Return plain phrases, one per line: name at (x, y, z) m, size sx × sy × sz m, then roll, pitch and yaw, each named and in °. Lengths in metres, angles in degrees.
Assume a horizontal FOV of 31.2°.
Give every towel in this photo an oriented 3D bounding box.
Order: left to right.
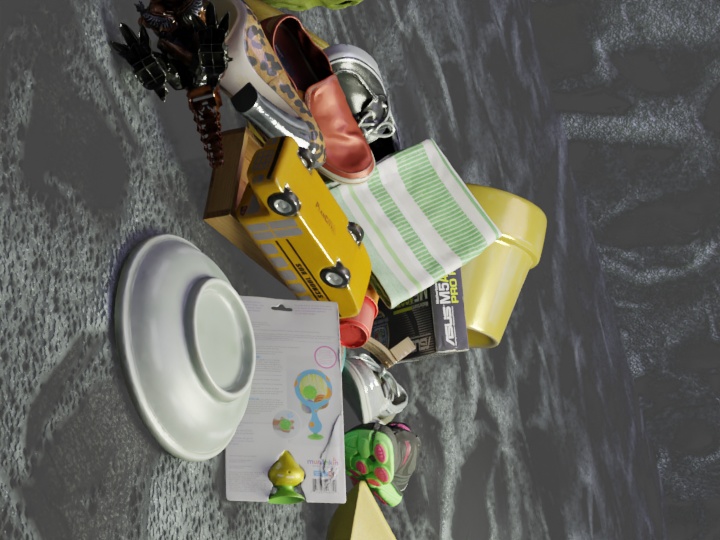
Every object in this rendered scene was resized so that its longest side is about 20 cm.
towel at (0.054, -0.059, 1.398) m, size 0.200 × 0.023 × 0.153 m, roll -28°, pitch 79°, yaw -43°

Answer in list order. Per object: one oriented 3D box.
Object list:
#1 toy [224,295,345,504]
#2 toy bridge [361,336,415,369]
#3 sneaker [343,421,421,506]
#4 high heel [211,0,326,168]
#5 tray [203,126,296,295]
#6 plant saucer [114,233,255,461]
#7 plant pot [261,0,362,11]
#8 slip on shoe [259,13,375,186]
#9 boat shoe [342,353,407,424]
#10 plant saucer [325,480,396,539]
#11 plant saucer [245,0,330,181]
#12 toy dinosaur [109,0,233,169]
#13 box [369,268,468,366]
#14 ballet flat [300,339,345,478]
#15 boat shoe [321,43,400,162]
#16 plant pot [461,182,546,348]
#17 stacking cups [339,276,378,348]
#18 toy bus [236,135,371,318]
toy at (-0.077, 0.127, 1.231) m, size 0.047 × 0.115 × 0.201 m, roll 124°, pitch -34°, yaw -58°
toy bridge at (-0.022, 0.023, 1.421) m, size 0.067 × 0.027 × 0.200 m, roll -33°, pitch 87°, yaw -34°
sneaker at (0.022, 0.197, 1.415) m, size 0.084 × 0.076 × 0.200 m, roll -61°, pitch 166°, yaw -17°
high heel at (-0.099, -0.192, 1.303) m, size 0.142 × 0.071 × 0.201 m, roll 38°, pitch 24°, yaw -50°
tray at (-0.085, -0.051, 1.319) m, size 0.200 × 0.037 × 0.099 m, roll 43°, pitch 47°, yaw -51°
plant saucer at (-0.137, 0.063, 1.115) m, size 0.200 × 0.050 × 0.201 m, roll -12°, pitch 90°, yaw -68°
plant pot at (-0.057, -0.396, 1.438) m, size 0.200 × 0.199 × 0.191 m, roll 3°, pitch 86°, yaw -70°
slip on shoe at (-0.047, -0.177, 1.338) m, size 0.074 × 0.061 × 0.201 m, roll -33°, pitch 95°, yaw -29°
boat shoe at (0.014, 0.131, 1.426) m, size 0.075 × 0.065 × 0.202 m, roll 55°, pitch -4°, yaw 21°
plant saucer at (0.002, 0.362, 1.363) m, size 0.200 × 0.048 × 0.200 m, roll -78°, pitch 150°, yaw -49°
plant saucer at (-0.071, -0.198, 1.447) m, size 0.200 × 0.048 × 0.201 m, roll 13°, pitch 66°, yaw -69°
toy dinosaur at (-0.153, -0.201, 1.183) m, size 0.200 × 0.102 × 0.136 m, roll 55°, pitch 5°, yaw -4°
box at (0.060, 0.026, 1.529) m, size 0.200 × 0.044 × 0.161 m, roll 160°, pitch -73°, yaw -68°
ballet flat at (-0.056, 0.114, 1.319) m, size 0.067 × 0.068 × 0.201 m, roll 28°, pitch 48°, yaw -36°
boat shoe at (0.001, -0.168, 1.430) m, size 0.200 × 0.073 × 0.068 m, roll 67°, pitch 6°, yaw -55°
plant pot at (0.145, 0.001, 1.786) m, size 0.201 × 0.200 × 0.190 m, roll 40°, pitch 59°, yaw -61°
stacking cups at (0.000, 0.000, 1.383) m, size 0.201 × 0.060 × 0.061 m, roll -76°, pitch 149°, yaw -43°
toy bus at (-0.055, -0.038, 1.250) m, size 0.200 × 0.078 × 0.065 m, roll 55°, pitch 39°, yaw -40°
